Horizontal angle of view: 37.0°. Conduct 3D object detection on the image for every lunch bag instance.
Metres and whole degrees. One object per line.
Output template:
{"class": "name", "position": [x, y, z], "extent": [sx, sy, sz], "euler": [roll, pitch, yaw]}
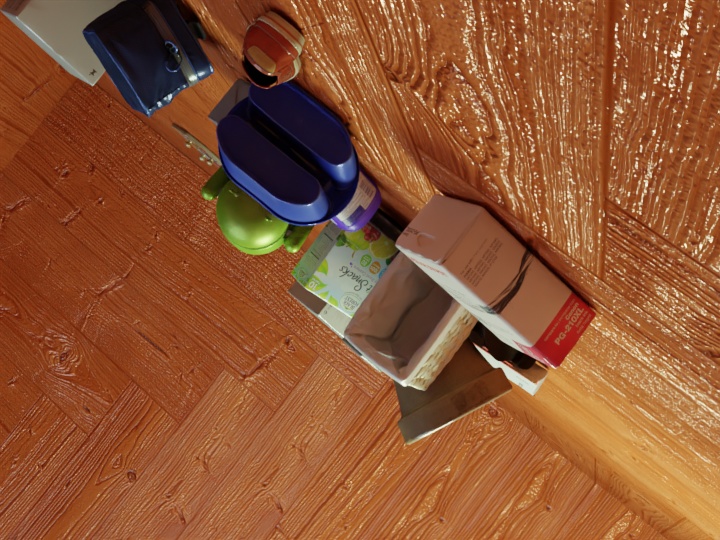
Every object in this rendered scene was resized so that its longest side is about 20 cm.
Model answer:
{"class": "lunch bag", "position": [-0.284, -0.307, 1.476], "extent": [0.137, 0.132, 0.200], "euler": [59, 168, -26]}

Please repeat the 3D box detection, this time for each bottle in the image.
{"class": "bottle", "position": [-0.050, -0.137, 1.500], "extent": [0.065, 0.084, 0.200], "euler": [34, 174, 47]}

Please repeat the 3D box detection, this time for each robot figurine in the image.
{"class": "robot figurine", "position": [-0.161, -0.087, 1.651], "extent": [0.174, 0.117, 0.200], "euler": [33, 176, 1]}

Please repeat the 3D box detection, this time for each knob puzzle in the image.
{"class": "knob puzzle", "position": [-0.462, -0.342, 3.179], "extent": [0.219, 0.031, 0.220], "euler": [40, 175, 4]}

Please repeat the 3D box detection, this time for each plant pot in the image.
{"class": "plant pot", "position": [0.124, 0.162, 1.756], "extent": [0.176, 0.198, 0.200], "euler": [63, 178, 7]}

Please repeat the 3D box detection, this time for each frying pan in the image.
{"class": "frying pan", "position": [0.050, -0.065, 1.714], "extent": [0.115, 0.031, 0.190], "euler": [42, -172, 13]}

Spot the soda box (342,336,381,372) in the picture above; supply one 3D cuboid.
{"class": "soda box", "position": [0.062, 0.069, 1.838], "extent": [0.063, 0.201, 0.068], "euler": [35, 175, 46]}

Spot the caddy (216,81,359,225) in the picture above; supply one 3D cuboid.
{"class": "caddy", "position": [-0.092, -0.150, 1.367], "extent": [0.199, 0.142, 0.105], "euler": [39, 171, 8]}

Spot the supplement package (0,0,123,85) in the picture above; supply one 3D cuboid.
{"class": "supplement package", "position": [-0.443, -0.403, 1.671], "extent": [0.152, 0.151, 0.200], "euler": [42, 175, -29]}

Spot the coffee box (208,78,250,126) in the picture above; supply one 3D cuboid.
{"class": "coffee box", "position": [-0.121, -0.185, 1.619], "extent": [0.114, 0.080, 0.200], "euler": [36, 174, 43]}

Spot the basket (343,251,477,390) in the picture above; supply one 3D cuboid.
{"class": "basket", "position": [0.094, 0.069, 1.642], "extent": [0.135, 0.201, 0.123], "euler": [37, 180, 29]}

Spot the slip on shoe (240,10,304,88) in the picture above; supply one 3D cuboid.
{"class": "slip on shoe", "position": [-0.103, -0.231, 1.172], "extent": [0.074, 0.061, 0.200], "euler": [38, 177, -9]}

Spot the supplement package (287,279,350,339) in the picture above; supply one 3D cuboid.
{"class": "supplement package", "position": [0.005, 0.043, 2.111], "extent": [0.200, 0.192, 0.147], "euler": [43, 175, -34]}

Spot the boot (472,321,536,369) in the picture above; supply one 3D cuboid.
{"class": "boot", "position": [0.190, 0.077, 1.799], "extent": [0.200, 0.064, 0.186], "euler": [42, 179, 39]}

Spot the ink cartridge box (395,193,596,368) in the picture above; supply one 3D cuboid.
{"class": "ink cartridge box", "position": [0.154, 0.009, 1.252], "extent": [0.199, 0.085, 0.145], "euler": [40, 175, -21]}

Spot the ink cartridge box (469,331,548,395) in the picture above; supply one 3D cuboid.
{"class": "ink cartridge box", "position": [0.241, 0.161, 1.881], "extent": [0.161, 0.058, 0.200], "euler": [33, -167, 13]}

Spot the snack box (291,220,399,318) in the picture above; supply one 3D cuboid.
{"class": "snack box", "position": [0.000, 0.000, 1.733], "extent": [0.199, 0.143, 0.053], "euler": [34, -174, -44]}
